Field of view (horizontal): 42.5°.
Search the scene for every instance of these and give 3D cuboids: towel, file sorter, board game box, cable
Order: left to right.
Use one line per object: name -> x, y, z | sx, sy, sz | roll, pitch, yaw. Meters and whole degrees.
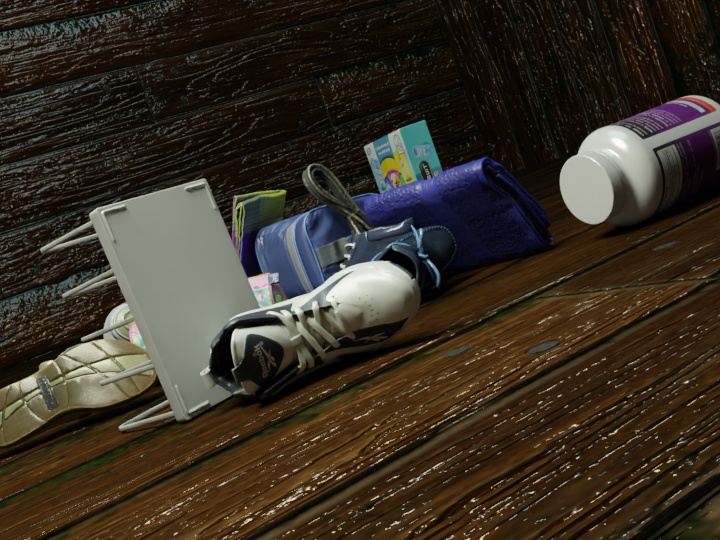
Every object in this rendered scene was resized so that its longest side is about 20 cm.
file sorter -> -0.195, 0.038, 0.894 | 0.124, 0.201, 0.139 | -22, 2, 39
towel -> -0.144, -0.011, 1.323 | 0.023, 0.201, 0.144 | 7, 12, 21
cable -> 0.007, -0.065, 1.221 | 0.097, 0.200, 0.050 | -32, 2, -40
board game box -> 0.081, -0.107, 1.363 | 0.047, 0.201, 0.151 | -21, 4, -18
towel -> 0.115, -0.064, 1.108 | 0.200, 0.148, 0.050 | -15, 41, 44

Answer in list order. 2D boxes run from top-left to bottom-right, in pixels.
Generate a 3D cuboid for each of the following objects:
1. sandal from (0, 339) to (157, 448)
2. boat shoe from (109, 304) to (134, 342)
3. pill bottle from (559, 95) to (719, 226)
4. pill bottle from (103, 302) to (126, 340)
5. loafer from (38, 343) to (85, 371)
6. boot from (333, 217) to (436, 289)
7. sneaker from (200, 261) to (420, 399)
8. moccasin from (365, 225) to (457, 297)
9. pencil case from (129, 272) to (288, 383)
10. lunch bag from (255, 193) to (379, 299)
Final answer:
sandal -> -0.323, 0.139, 1.027 | 0.199, 0.081, 0.054 | -25, -20, -8
boat shoe -> -0.226, 0.061, 1.213 | 0.199, 0.072, 0.062 | -2, -20, -19
pill bottle -> 0.319, -0.118, 1.028 | 0.199, 0.113, 0.112 | -22, 5, -28
pill bottle -> -0.271, 0.074, 1.340 | 0.106, 0.107, 0.200 | -18, 5, 24
loafer -> -0.400, 0.139, 1.360 | 0.075, 0.069, 0.200 | -19, 5, 16
boot -> 0.000, 0.000, 1.142 | 0.199, 0.091, 0.073 | -17, 5, 32
sneaker -> -0.051, 0.059, 0.781 | 0.198, 0.080, 0.130 | -13, 12, 25
moccasin -> 0.047, 0.008, 1.006 | 0.200, 0.081, 0.068 | -40, 1, -37
pencil case -> -0.181, 0.071, 1.141 | 0.199, 0.088, 0.087 | -19, 5, 3
lunch bag -> -0.029, -0.026, 1.298 | 0.132, 0.136, 0.200 | -15, 5, 44
